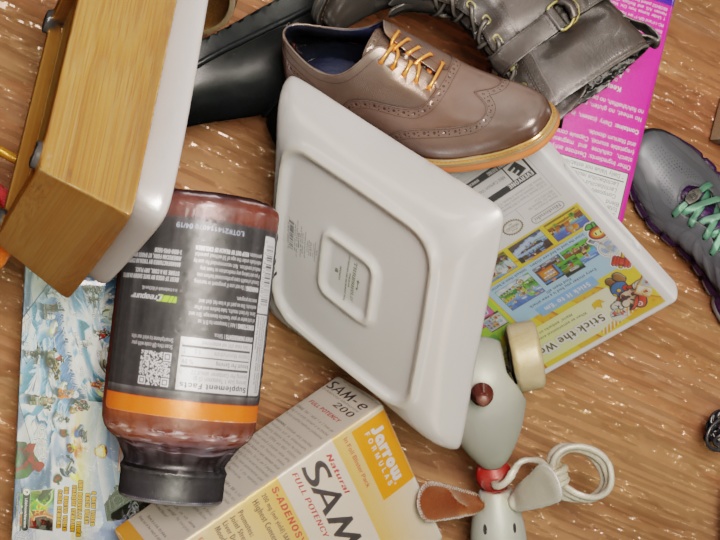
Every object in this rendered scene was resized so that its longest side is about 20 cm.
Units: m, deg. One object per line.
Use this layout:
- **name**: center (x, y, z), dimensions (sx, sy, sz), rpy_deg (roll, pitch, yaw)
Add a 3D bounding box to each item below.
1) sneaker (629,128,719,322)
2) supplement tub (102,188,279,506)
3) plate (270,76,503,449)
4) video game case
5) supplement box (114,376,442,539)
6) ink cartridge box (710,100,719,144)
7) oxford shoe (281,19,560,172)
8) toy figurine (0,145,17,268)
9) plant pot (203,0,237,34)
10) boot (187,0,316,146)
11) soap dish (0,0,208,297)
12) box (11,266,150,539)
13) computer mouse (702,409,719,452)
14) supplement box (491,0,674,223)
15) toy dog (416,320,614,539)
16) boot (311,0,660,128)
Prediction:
- **sneaker**: center (0.285, -0.030, 1.065), dimensions (0.074, 0.087, 0.201), rpy_deg (-41, 100, -9)
- **supplement tub**: center (-0.115, 0.051, 0.911), dimensions (0.105, 0.107, 0.203), rpy_deg (7, 88, -13)
- **plate**: center (0.000, 0.000, 0.912), dimensions (0.032, 0.199, 0.202), rpy_deg (-27, 139, -36)
- **video game case**: center (0.093, 0.005, 0.977), dimensions (0.199, 0.023, 0.182), rpy_deg (-33, 116, 29)
- **supplement box**: center (-0.055, 0.187, 0.974), dimensions (0.199, 0.073, 0.127), rpy_deg (-33, 115, -18)
- **ink cartridge box**: center (0.387, -0.113, 1.029), dimensions (0.163, 0.200, 0.076), rpy_deg (17, 88, -14)
- **oxford shoe**: center (0.032, -0.117, 0.888), dimensions (0.198, 0.073, 0.072), rpy_deg (12, 57, 26)
- **toy figurine**: center (-0.235, -0.057, 0.911), dimensions (0.182, 0.202, 0.151), rpy_deg (16, 133, -24)
- **plant pot**: center (-0.129, -0.297, 0.930), dimensions (0.185, 0.186, 0.202), rpy_deg (29, 69, -12)
- **boot**: center (-0.057, -0.103, 0.992), dimensions (0.197, 0.073, 0.164), rpy_deg (-32, 98, -14)
- **soap dish**: center (-0.158, -0.103, 0.837), dimensions (0.080, 0.157, 0.203), rpy_deg (16, 67, -20)
- **box**: center (-0.178, 0.092, 0.985), dimensions (0.135, 0.040, 0.203), rpy_deg (3, 91, -14)
- **computer mouse**: center (0.351, 0.197, 1.114), dimensions (0.139, 0.046, 0.203), rpy_deg (-15, 90, -17)
- **supplement box**: center (0.149, -0.115, 1.024), dimensions (0.102, 0.101, 0.203), rpy_deg (15, 89, -12)
- **toy dog**: center (0.095, 0.129, 0.971), dimensions (0.131, 0.097, 0.202), rpy_deg (-26, 107, 12)
- **boot**: center (0.084, -0.168, 0.937), dimensions (0.198, 0.069, 0.176), rpy_deg (-30, 81, 2)
